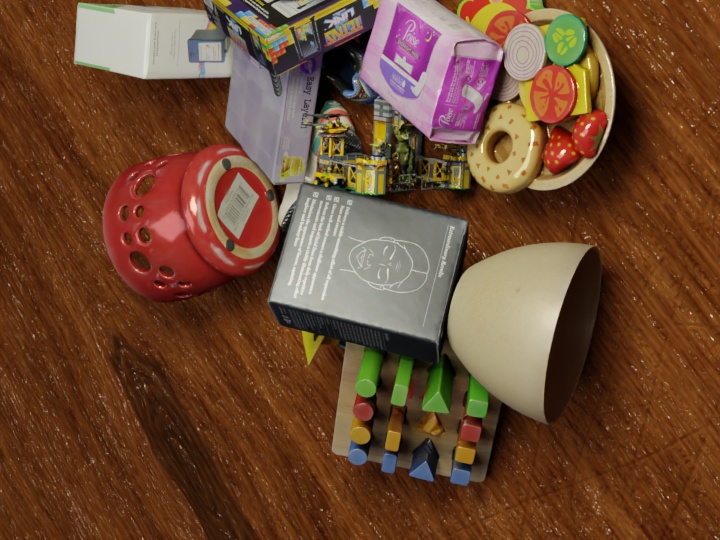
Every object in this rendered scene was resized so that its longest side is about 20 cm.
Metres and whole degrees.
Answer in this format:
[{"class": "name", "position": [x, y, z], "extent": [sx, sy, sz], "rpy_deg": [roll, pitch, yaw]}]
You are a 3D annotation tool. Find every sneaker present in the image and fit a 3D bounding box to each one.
[{"class": "sneaker", "position": [-0.033, -0.288, 1.566], "extent": [0.200, 0.078, 0.075], "rpy_deg": [49, 124, 20]}, {"class": "sneaker", "position": [-0.057, -0.136, 1.636], "extent": [0.200, 0.070, 0.094], "rpy_deg": [120, 148, -43]}]

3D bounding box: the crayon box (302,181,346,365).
[{"class": "crayon box", "position": [-0.043, 0.005, 1.574], "extent": [0.127, 0.050, 0.201], "rpy_deg": [118, 149, -50]}]

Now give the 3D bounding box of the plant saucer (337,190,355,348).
[{"class": "plant saucer", "position": [0.000, 0.000, 1.581], "extent": [0.200, 0.036, 0.202], "rpy_deg": [-176, 90, -70]}]

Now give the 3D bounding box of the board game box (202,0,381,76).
[{"class": "board game box", "position": [-0.082, -0.327, 1.506], "extent": [0.200, 0.165, 0.057], "rpy_deg": [46, 157, 47]}]

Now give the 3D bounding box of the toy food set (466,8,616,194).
[{"class": "toy food set", "position": [0.190, -0.186, 1.336], "extent": [0.199, 0.048, 0.200], "rpy_deg": [-3, 91, 49]}]

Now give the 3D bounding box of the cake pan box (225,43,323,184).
[{"class": "cake pan box", "position": [-0.118, -0.235, 1.607], "extent": [0.200, 0.052, 0.185], "rpy_deg": [48, 134, 51]}]

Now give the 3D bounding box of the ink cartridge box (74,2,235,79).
[{"class": "ink cartridge box", "position": [-0.261, -0.309, 1.667], "extent": [0.145, 0.199, 0.088], "rpy_deg": [16, 106, 36]}]

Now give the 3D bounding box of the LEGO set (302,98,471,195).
[{"class": "LEGO set", "position": [0.039, -0.159, 1.476], "extent": [0.154, 0.199, 0.117], "rpy_deg": [22, 113, 58]}]

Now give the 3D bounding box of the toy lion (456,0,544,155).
[{"class": "toy lion", "position": [0.169, -0.225, 1.435], "extent": [0.191, 0.068, 0.201], "rpy_deg": [38, 121, 35]}]

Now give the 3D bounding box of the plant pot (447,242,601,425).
[{"class": "plant pot", "position": [0.174, 0.057, 1.378], "extent": [0.134, 0.200, 0.202], "rpy_deg": [13, 108, 22]}]

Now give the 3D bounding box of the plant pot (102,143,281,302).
[{"class": "plant pot", "position": [-0.218, -0.066, 1.683], "extent": [0.182, 0.200, 0.202], "rpy_deg": [-10, 93, 38]}]

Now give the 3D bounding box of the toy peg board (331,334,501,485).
[{"class": "toy peg board", "position": [0.067, 0.180, 1.495], "extent": [0.198, 0.098, 0.200], "rpy_deg": [11, 120, 4]}]

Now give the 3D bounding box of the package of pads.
[{"class": "package of pads", "position": [0.076, -0.235, 1.399], "extent": [0.200, 0.075, 0.121], "rpy_deg": [50, 131, 52]}]

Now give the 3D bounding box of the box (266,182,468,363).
[{"class": "box", "position": [0.012, 0.003, 1.420], "extent": [0.199, 0.107, 0.149], "rpy_deg": [14, 75, 8]}]
